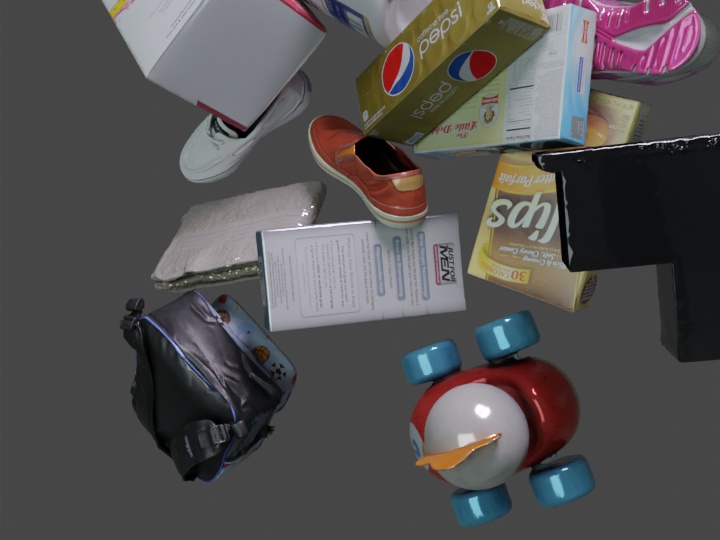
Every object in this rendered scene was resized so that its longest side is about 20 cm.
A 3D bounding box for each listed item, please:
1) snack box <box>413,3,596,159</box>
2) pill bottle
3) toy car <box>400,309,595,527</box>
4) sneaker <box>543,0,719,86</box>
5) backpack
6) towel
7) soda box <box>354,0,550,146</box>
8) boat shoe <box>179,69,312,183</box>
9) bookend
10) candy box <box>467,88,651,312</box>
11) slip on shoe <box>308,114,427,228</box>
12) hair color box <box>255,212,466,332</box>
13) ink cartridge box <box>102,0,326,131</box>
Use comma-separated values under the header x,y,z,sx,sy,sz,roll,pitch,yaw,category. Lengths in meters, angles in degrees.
x,y,z,sx,sy,sz,roll,pitch,yaw,category
0.128,-0.169,0.866,0.199,0.037,0.117,4,88,55,snack box
-0.006,-0.307,0.932,0.200,0.111,0.112,38,112,33,pill bottle
0.101,0.154,0.870,0.176,0.200,0.186,-23,83,29,toy car
0.233,-0.202,0.835,0.199,0.088,0.082,26,106,48,sneaker
-0.173,0.135,1.040,0.200,0.153,0.191,49,136,20,backpack
-0.137,-0.039,1.036,0.199,0.133,0.035,-10,131,28,towel
0.078,-0.198,0.852,0.200,0.064,0.068,-36,55,45,soda box
-0.146,-0.168,1.056,0.200,0.065,0.074,-37,77,26,boat shoe
0.256,-0.011,0.786,0.197,0.092,0.202,-6,96,8,bookend
0.187,-0.075,0.883,0.115,0.055,0.202,21,103,27,candy box
0.007,-0.116,0.943,0.200,0.074,0.062,49,145,46,slip on shoe
0.000,0.000,0.929,0.198,0.061,0.100,-6,92,-11,hair color box
-0.163,-0.281,0.975,0.145,0.145,0.200,-47,52,18,ink cartridge box
